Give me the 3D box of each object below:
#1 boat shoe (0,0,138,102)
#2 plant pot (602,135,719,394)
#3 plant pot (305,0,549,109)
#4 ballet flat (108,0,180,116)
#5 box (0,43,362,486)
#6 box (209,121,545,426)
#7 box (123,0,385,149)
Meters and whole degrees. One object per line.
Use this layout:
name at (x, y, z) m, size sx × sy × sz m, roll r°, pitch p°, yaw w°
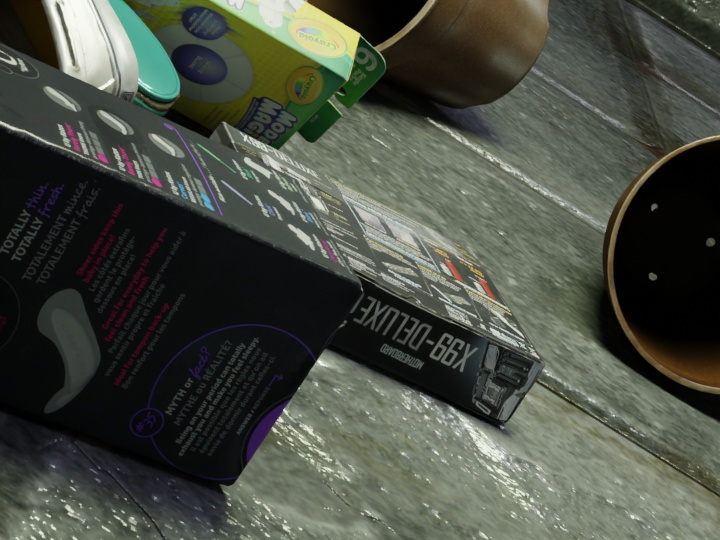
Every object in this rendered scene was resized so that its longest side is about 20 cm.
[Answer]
boat shoe at (-0.198, -0.167, 1.292) m, size 0.070 × 0.071 × 0.201 m, roll -9°, pitch 67°, yaw -53°
plant pot at (0.258, -0.013, 1.765) m, size 0.186 × 0.188 × 0.200 m, roll 31°, pitch 1°, yaw -8°
plant pot at (0.052, -0.238, 1.972) m, size 0.198 × 0.201 × 0.200 m, roll 25°, pitch 16°, yaw -51°
ballet flat at (-0.186, -0.160, 1.452) m, size 0.201 × 0.070 × 0.067 m, roll 54°, pitch 30°, yaw 13°
box at (-0.120, -0.005, 1.046) m, size 0.199 × 0.123 × 0.106 m, roll 24°, pitch 19°, yaw -31°
box at (0.000, 0.000, 1.401) m, size 0.199 × 0.050 × 0.158 m, roll 26°, pitch 17°, yaw -27°
box at (-0.092, -0.147, 1.532) m, size 0.199 × 0.117 × 0.049 m, roll 27°, pitch 52°, yaw -18°
